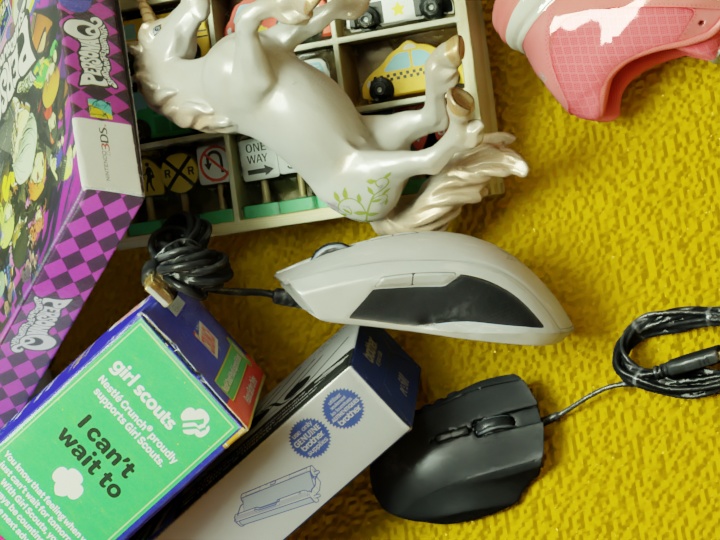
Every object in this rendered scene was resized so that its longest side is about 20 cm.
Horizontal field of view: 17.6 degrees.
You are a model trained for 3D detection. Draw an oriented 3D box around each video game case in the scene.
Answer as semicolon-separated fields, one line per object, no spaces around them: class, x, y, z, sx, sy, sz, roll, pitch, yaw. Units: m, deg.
video game case;-0.165;-0.046;1.156;0.200;0.036;0.182;-54;37;43

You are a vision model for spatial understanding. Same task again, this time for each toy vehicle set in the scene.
toy vehicle set;-0.034;-0.084;1.141;0.199;0.027;0.125;-8;90;21

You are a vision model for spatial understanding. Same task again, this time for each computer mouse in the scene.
computer mouse;0.087;0.062;1.054;0.200;0.034;0.059;-27;61;22
computer mouse;0.000;0.000;1.062;0.199;0.110;0.044;6;96;-2

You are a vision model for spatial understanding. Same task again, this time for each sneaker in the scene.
sneaker;0.160;-0.141;1.068;0.200;0.074;0.087;-36;72;21

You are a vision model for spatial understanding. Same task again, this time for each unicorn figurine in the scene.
unicorn figurine;-0.028;-0.085;1.077;0.200;0.074;0.137;50;131;2

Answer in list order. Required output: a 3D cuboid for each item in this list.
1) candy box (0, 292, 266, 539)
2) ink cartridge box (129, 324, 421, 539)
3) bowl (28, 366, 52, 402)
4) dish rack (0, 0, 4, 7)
candy box;-0.141;0.101;1.087;0.200;0.169;0.077;-44;93;5
ink cartridge box;-0.060;0.108;1.091;0.200;0.094;0.044;-42;98;13
bowl;-0.266;0.087;1.232;0.201;0.090;0.202;-11;68;29
dish rack;-0.100;-0.143;1.230;0.200;0.055;0.154;-40;56;17
